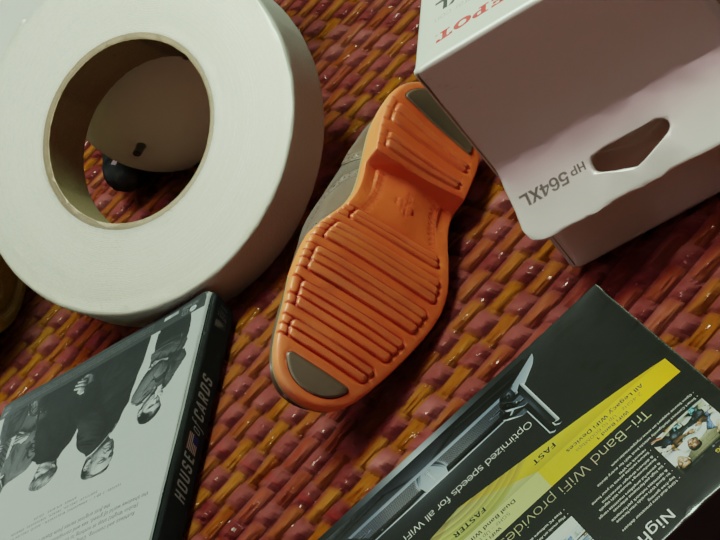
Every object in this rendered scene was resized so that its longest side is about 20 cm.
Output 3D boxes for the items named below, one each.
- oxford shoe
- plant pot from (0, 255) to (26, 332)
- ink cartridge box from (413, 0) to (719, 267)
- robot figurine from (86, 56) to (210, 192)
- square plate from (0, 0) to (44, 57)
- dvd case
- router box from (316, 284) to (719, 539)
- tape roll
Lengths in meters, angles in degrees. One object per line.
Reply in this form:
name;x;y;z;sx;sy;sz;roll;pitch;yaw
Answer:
oxford shoe;0.000;0.000;1.154;0.073;0.071;0.200;-44;13;46
plant pot;-0.278;-0.011;1.433;0.142;0.200;0.200;-4;39;15
ink cartridge box;0.112;-0.112;1.080;0.128;0.125;0.200;-30;28;23
robot figurine;-0.116;-0.139;1.447;0.125;0.150;0.200;-19;29;4
square plate;-0.265;-0.185;1.828;0.198;0.028;0.200;-26;30;29
dvd case;-0.139;0.108;1.212;0.150;0.025;0.200;-28;30;26
router box;0.058;0.112;0.899;0.200;0.052;0.157;-42;26;0
tape roll;-0.115;-0.071;1.306;0.202;0.037;0.203;-6;77;26
